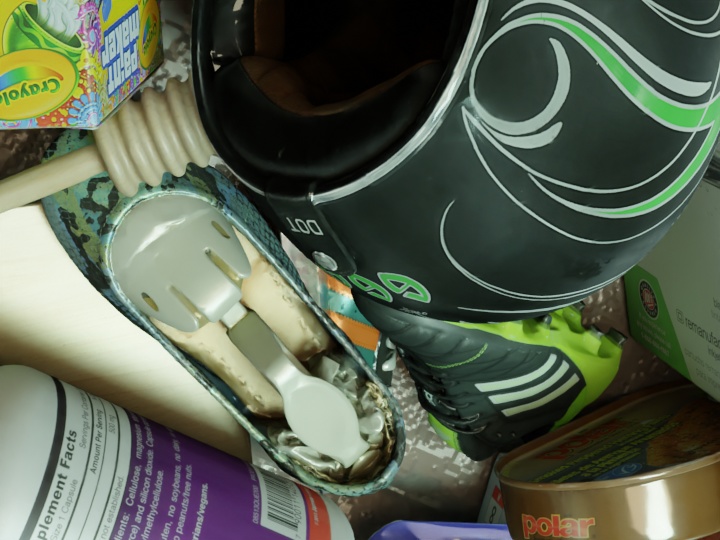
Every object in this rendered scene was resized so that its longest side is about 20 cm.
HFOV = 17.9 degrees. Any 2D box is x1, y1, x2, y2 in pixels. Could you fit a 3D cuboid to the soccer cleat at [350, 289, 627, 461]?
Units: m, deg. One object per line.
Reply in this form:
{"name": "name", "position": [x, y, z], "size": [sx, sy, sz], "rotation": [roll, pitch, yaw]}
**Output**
{"name": "soccer cleat", "position": [0.051, 0.042, 0.998], "size": [0.081, 0.067, 0.200], "rotation": [-55, 148, 10]}

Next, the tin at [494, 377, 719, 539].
{"name": "tin", "position": [0.142, 0.083, 1.024], "size": [0.200, 0.112, 0.042], "rotation": [-19, 105, -48]}

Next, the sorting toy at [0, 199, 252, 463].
{"name": "sorting toy", "position": [-0.152, 0.063, 0.975], "size": [0.199, 0.070, 0.200], "rotation": [-9, 107, -15]}

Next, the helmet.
{"name": "helmet", "position": [0.049, -0.079, 0.873], "size": [0.190, 0.200, 0.201], "rotation": [18, 99, -48]}

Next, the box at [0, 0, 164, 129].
{"name": "box", "position": [-0.187, -0.155, 0.839], "size": [0.199, 0.122, 0.194], "rotation": [0, 106, 7]}

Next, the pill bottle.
{"name": "pill bottle", "position": [-0.108, 0.109, 0.903], "size": [0.199, 0.112, 0.113], "rotation": [25, 96, -22]}

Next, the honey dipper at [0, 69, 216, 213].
{"name": "honey dipper", "position": [-0.147, -0.025, 0.879], "size": [0.199, 0.038, 0.038], "rotation": [-21, 111, 2]}

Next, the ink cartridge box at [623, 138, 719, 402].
{"name": "ink cartridge box", "position": [0.171, -0.052, 1.007], "size": [0.084, 0.145, 0.201], "rotation": [-13, 108, -13]}

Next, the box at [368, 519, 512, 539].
{"name": "box", "position": [0.047, 0.208, 1.007], "size": [0.118, 0.041, 0.201], "rotation": [3, 74, -11]}

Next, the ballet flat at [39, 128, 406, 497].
{"name": "ballet flat", "position": [-0.048, 0.018, 0.922], "size": [0.074, 0.074, 0.200], "rotation": [-46, 112, -1]}

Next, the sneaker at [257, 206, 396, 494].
{"name": "sneaker", "position": [0.000, 0.000, 1.006], "size": [0.079, 0.071, 0.201], "rotation": [-8, 106, -12]}

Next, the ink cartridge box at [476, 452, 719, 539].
{"name": "ink cartridge box", "position": [0.117, 0.199, 1.111], "size": [0.161, 0.050, 0.201], "rotation": [11, 98, -20]}
